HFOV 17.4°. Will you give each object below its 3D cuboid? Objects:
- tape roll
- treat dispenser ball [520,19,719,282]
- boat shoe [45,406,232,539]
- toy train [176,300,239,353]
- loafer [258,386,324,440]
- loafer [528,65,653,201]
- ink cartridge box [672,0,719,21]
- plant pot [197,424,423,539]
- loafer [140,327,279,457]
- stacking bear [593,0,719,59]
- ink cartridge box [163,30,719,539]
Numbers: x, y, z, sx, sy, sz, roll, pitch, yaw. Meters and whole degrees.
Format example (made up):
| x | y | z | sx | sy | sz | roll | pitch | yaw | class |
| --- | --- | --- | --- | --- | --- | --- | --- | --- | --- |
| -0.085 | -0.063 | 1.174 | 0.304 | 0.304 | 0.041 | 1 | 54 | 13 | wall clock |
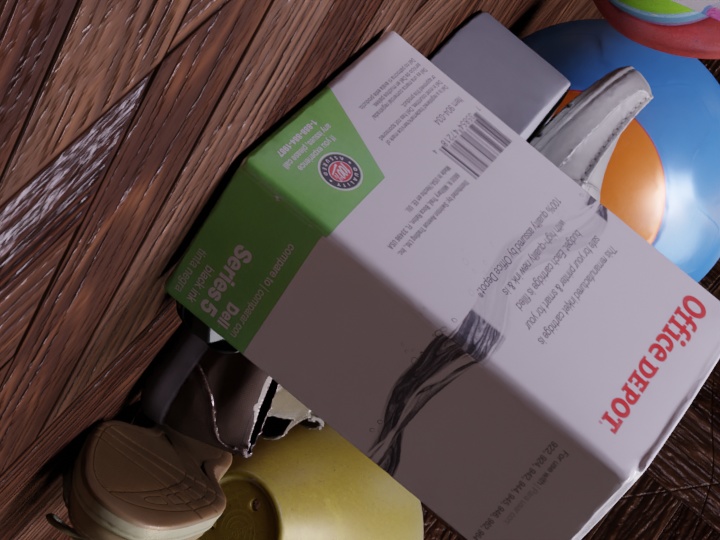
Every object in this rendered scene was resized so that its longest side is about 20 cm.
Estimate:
| x | y | z | sx | sy | sz | roll | pitch | yaw | class |
| --- | --- | --- | --- | --- | --- | --- | --- | --- | --- |
| 0.033 | -0.047 | 1.323 | 0.201 | 0.066 | 0.200 | -51 | 175 | -6 | tape roll |
| 0.157 | -0.066 | 1.565 | 0.201 | 0.201 | 0.201 | -50 | 176 | -5 | treat dispenser ball |
| -0.107 | 0.113 | 1.143 | 0.063 | 0.073 | 0.200 | -54 | 176 | 8 | boat shoe |
| 0.000 | 0.000 | 1.074 | 0.199 | 0.046 | 0.034 | -13 | 123 | -37 | toy train |
| -0.051 | 0.055 | 1.299 | 0.068 | 0.076 | 0.200 | -48 | 167 | -9 | loafer |
| 0.104 | -0.028 | 1.317 | 0.200 | 0.070 | 0.070 | -50 | 176 | -9 | loafer |
| 0.181 | -0.181 | 0.975 | 0.129 | 0.199 | 0.126 | 118 | -6 | -71 | ink cartridge box |
| -0.067 | 0.223 | 2.013 | 0.200 | 0.200 | 0.142 | -52 | 149 | 19 | plant pot |
| -0.024 | 0.009 | 1.145 | 0.200 | 0.071 | 0.073 | -52 | 176 | 15 | loafer |
| 0.163 | -0.191 | 1.205 | 0.113 | 0.122 | 0.200 | -11 | 167 | 7 | stacking bear |
| 0.042 | 0.013 | 0.987 | 0.084 | 0.200 | 0.146 | -53 | 175 | 38 | ink cartridge box |
